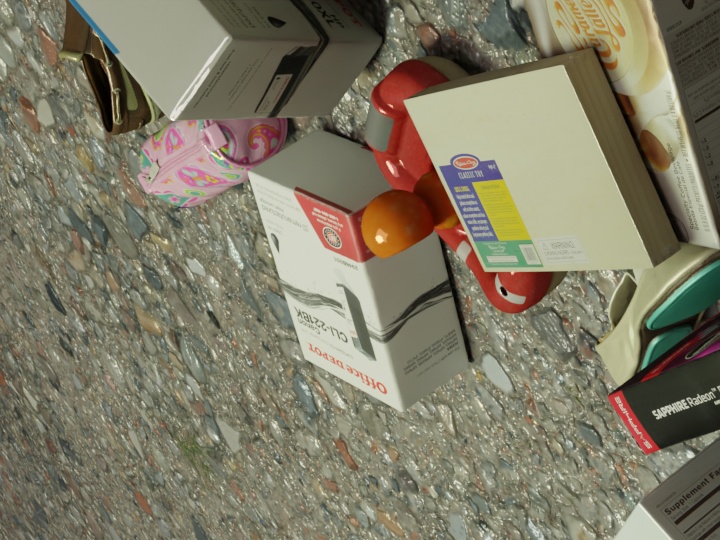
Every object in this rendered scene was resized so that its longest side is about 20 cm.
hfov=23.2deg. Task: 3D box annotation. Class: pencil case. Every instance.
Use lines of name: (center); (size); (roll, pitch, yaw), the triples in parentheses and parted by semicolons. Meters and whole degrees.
pencil case: (-0.138, -0.111, 1.596); (0.088, 0.087, 0.200); (60, 154, -5)

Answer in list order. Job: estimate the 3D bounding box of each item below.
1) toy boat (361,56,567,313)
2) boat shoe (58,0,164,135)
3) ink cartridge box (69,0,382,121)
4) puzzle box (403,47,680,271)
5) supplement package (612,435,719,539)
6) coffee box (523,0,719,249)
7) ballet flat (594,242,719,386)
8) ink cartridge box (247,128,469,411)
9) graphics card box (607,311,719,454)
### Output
toy boat: (0.058, -0.049, 1.260); (0.200, 0.131, 0.131); (47, 153, 21)
boat shoe: (-0.255, -0.224, 1.685); (0.075, 0.075, 0.203); (6, 124, 59)
ink cartridge box: (-0.099, -0.189, 1.298); (0.145, 0.200, 0.084); (49, 117, 18)
puzzle box: (0.108, -0.063, 1.095); (0.200, 0.025, 0.133); (-1, 118, 64)
supplement package: (0.278, 0.213, 1.140); (0.200, 0.150, 0.152); (48, 154, 19)
coffee box: (0.173, -0.123, 1.029); (0.114, 0.080, 0.201); (17, 134, 55)
ballet flat: (0.199, 0.017, 1.167); (0.070, 0.069, 0.200); (48, 153, 19)
ink cartridge box: (0.000, 0.000, 1.473); (0.144, 0.084, 0.201); (25, 140, 47)
graphics card box: (0.245, 0.043, 1.038); (0.051, 0.125, 0.200); (57, 155, 1)
